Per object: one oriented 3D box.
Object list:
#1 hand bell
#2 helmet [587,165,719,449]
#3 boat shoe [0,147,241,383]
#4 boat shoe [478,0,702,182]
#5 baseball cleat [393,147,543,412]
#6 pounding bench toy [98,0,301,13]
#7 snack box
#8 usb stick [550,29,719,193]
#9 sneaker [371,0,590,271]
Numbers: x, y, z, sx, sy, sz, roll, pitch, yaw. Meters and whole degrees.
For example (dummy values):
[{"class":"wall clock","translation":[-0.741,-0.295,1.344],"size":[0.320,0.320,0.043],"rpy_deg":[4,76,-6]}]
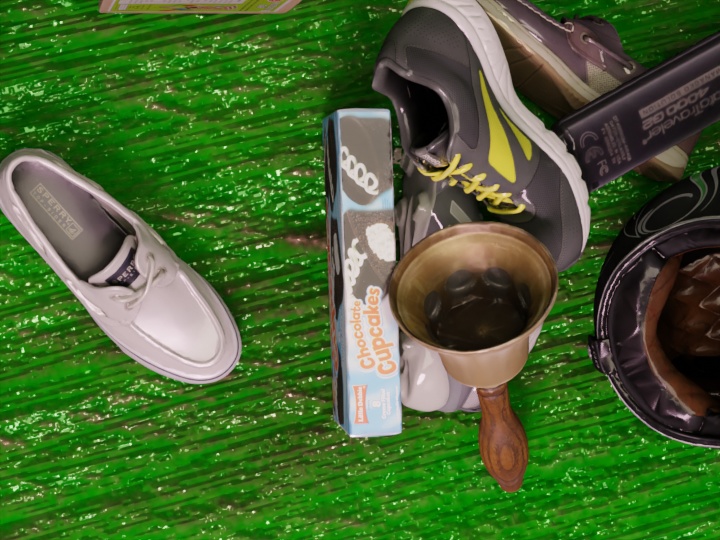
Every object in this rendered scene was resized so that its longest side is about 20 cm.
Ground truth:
[{"class":"hand bell","translation":[0.084,0.074,1.358],"size":[0.103,0.104,0.201],"rpy_deg":[-23,138,-8]},{"class":"helmet","translation":[0.252,0.021,1.370],"size":[0.199,0.190,0.202],"rpy_deg":[6,103,24]},{"class":"boat shoe","translation":[-0.153,-0.003,1.366],"size":[0.072,0.066,0.200],"rpy_deg":[-42,97,-6]},{"class":"boat shoe","translation":[0.145,-0.136,1.411],"size":[0.199,0.072,0.065],"rpy_deg":[36,78,-14]},{"class":"baseball cleat","translation":[0.070,-0.007,1.409],"size":[0.106,0.070,0.202],"rpy_deg":[4,100,-17]},{"class":"pounding bench toy","translation":[-0.096,-0.243,1.302],"size":[0.123,0.200,0.157],"rpy_deg":[-1,92,-9]},{"class":"snack box","translation":[0.000,0.000,1.365],"size":[0.037,0.116,0.202],"rpy_deg":[-2,91,-5]},{"class":"usb stick","translation":[0.207,-0.112,1.383],"size":[0.199,0.033,0.056],"rpy_deg":[-29,114,-18]},{"class":"sneaker","translation":[0.068,-0.074,1.323],"size":[0.085,0.074,0.201],"rpy_deg":[-45,110,-36]}]
